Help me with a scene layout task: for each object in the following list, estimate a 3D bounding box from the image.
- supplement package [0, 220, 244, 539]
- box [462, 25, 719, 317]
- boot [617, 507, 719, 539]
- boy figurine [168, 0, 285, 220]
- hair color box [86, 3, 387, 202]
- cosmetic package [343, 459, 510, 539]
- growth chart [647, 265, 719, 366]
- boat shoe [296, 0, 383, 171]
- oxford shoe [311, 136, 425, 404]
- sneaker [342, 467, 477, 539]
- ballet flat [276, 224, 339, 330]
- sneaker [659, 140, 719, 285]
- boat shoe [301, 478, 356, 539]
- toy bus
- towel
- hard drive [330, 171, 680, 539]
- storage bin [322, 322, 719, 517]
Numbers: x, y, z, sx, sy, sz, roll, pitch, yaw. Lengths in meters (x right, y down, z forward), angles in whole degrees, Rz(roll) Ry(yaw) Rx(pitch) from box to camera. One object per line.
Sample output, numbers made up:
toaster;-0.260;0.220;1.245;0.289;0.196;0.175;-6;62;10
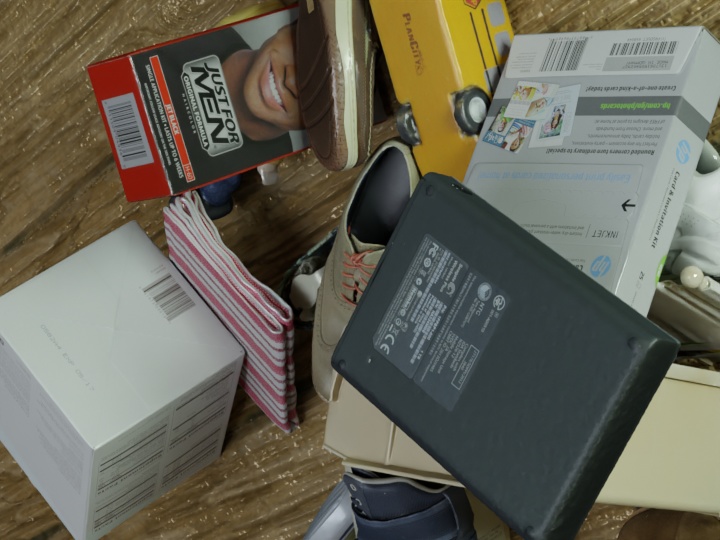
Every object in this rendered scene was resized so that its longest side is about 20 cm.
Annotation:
supplement package;-0.207;0.096;1.533;0.152;0.151;0.200;49;153;18
box;0.130;-0.053;1.156;0.156;0.041;0.200;3;66;47
boot;0.217;0.198;1.227;0.200;0.075;0.074;7;113;64
boy figurine;-0.098;-0.121;1.432;0.124;0.064;0.200;52;139;19
hair color box;-0.083;-0.124;1.310;0.061;0.200;0.102;-5;104;51
cosmetic package;0.044;0.132;1.395;0.103;0.073;0.200;9;113;42
growth chart;0.181;0.031;1.189;0.200;0.145;0.018;-1;65;47
boat shoe;-0.001;-0.171;1.284;0.075;0.075;0.203;177;88;-68
oxford shoe;0.000;0.000;1.297;0.070;0.075;0.200;15;95;17
sneaker;0.000;0.187;1.343;0.202;0.077;0.146;-9;114;35
ballet flat;0.001;-0.009;1.379;0.074;0.074;0.200;57;137;10
sneaker;0.194;-0.039;1.182;0.200;0.078;0.100;-5;83;50
boat shoe;-0.022;0.238;1.525;0.062;0.072;0.200;30;135;1
toy bus;0.061;-0.146;1.249;0.065;0.078;0.200;-7;103;47
towel;-0.096;0.037;1.478;0.146;0.030;0.200;48;161;22
hard drive;0.077;0.050;1.081;0.200;0.033;0.140;40;109;40
storage bin;0.112;0.095;1.202;0.198;0.200;0.094;5;86;44
